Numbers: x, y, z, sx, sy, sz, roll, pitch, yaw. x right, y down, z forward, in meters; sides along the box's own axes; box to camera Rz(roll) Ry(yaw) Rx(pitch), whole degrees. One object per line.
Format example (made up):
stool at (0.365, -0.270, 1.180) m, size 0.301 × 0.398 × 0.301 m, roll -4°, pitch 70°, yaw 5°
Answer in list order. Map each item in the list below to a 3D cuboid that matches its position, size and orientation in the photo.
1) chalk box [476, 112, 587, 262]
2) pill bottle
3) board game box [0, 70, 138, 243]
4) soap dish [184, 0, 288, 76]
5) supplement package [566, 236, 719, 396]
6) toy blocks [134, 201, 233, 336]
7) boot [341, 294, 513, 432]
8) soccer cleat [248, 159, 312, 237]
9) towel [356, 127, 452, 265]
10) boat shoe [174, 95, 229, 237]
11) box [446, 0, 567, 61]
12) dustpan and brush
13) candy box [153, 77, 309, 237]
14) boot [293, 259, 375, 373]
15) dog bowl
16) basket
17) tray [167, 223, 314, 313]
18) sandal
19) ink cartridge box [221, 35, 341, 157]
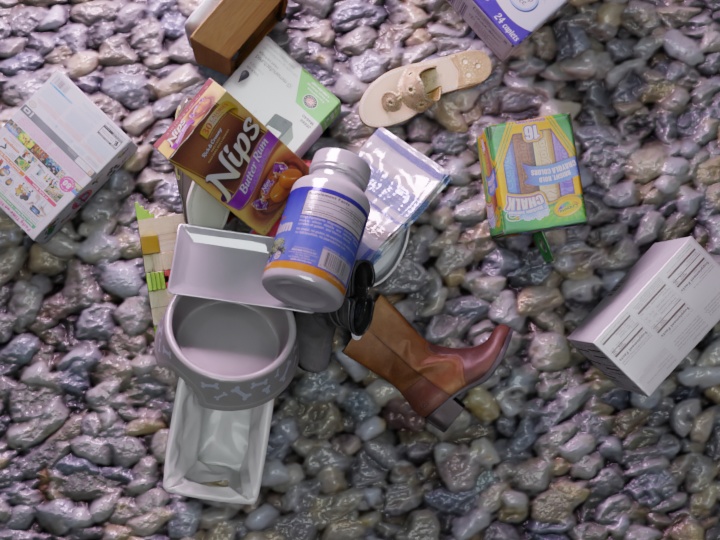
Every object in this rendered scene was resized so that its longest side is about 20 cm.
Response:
chalk box at (0.245, -0.110, 1.449) m, size 0.123 × 0.124 × 0.201 m, roll -8°, pitch 88°, yaw -3°
pill bottle at (-0.051, -0.056, 1.328) m, size 0.111 × 0.112 × 0.201 m, roll 17°, pitch 67°, yaw -2°
board game box at (-0.446, -0.162, 1.456) m, size 0.148 × 0.064 × 0.200 m, roll 44°, pitch 86°, yaw 0°
soap dish at (-0.168, -0.352, 1.403) m, size 0.081 × 0.200 × 0.158 m, roll 41°, pitch 87°, yaw -7°
supplement package at (0.416, 0.065, 1.435) m, size 0.111 × 0.156 × 0.200 m, roll 44°, pitch 88°, yaw 0°
toy blocks at (-0.242, -0.006, 1.453) m, size 0.136 × 0.100 × 0.201 m, roll -9°, pitch 91°, yaw -13°
boot at (0.102, 0.106, 1.483) m, size 0.200 × 0.068 × 0.189 m, roll 40°, pitch 95°, yaw 6°
soccer cleat at (-0.120, -0.071, 1.454) m, size 0.067 × 0.076 × 0.201 m, roll 33°, pitch 89°, yaw -20°
towel at (0.018, -0.103, 1.456) m, size 0.147 × 0.024 × 0.200 m, roll 38°, pitch 81°, yaw 25°
boat shoe at (-0.221, -0.139, 1.385) m, size 0.072 × 0.060 × 0.203 m, roll -16°, pitch 118°, yaw -40°
box at (0.226, -0.445, 1.464) m, size 0.200 × 0.105 × 0.184 m, roll -43°, pitch 91°, yaw -3°
dustpan and brush at (0.000, 0.000, 1.469) m, size 0.139 × 0.057 × 0.201 m, roll 4°, pitch 89°, yaw -2°
candy box at (-0.163, -0.146, 1.340) m, size 0.117 × 0.056 × 0.200 m, roll -50°, pitch 133°, yaw 0°
boot at (-0.039, 0.069, 1.410) m, size 0.070 × 0.131 × 0.201 m, roll -15°, pitch 116°, yaw -35°
dog bowl at (-0.176, 0.087, 1.352) m, size 0.199 × 0.059 × 0.201 m, roll 7°, pitch 51°, yaw -9°
basket at (-0.193, 0.214, 1.428) m, size 0.135 × 0.123 × 0.201 m, roll 9°, pitch 89°, yaw -2°
tray at (-0.155, 0.001, 1.364) m, size 0.199 × 0.022 × 0.108 m, roll 9°, pitch 60°, yaw -8°
sandal at (0.094, -0.276, 1.473) m, size 0.211 × 0.070 × 0.078 m, roll -22°, pitch 90°, yaw -2°
ink cartridge box at (-0.145, -0.210, 1.456) m, size 0.145 × 0.084 × 0.200 m, roll 41°, pitch 88°, yaw -1°
